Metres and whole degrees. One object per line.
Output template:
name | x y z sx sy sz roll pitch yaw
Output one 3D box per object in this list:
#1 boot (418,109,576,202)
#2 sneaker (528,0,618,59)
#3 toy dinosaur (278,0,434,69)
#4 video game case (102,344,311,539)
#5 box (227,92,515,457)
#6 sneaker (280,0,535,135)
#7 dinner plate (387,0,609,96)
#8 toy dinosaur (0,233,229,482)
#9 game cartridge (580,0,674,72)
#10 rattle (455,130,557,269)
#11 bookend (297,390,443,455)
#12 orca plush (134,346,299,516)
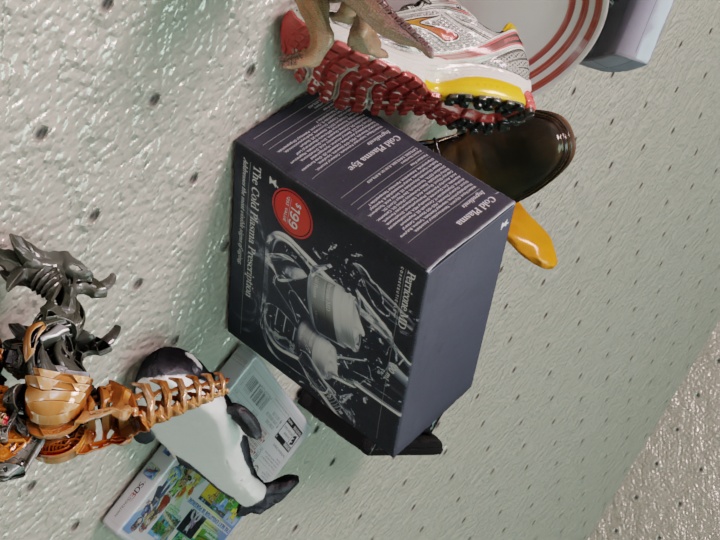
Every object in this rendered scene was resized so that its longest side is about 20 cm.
boot | 0.076 -0.077 1.071 0.096 0.199 0.076 -20 94 -41
sneaker | 0.142 -0.229 1.051 0.199 0.076 0.092 -34 -147 31
toy dinosaur | -0.017 -0.199 0.762 0.085 0.201 0.137 -1 126 -26
video game case | -0.126 0.174 1.160 0.183 0.022 0.200 -52 156 -12
box | 0.000 0.000 0.990 0.104 0.181 0.202 -37 149 -36
sneaker | 0.033 -0.155 0.945 0.198 0.083 0.078 10 160 -29
dinner plate | 0.086 -0.191 0.991 0.197 0.025 0.201 -7 143 -5
toy dinosaur | -0.184 0.070 0.772 0.198 0.137 0.103 17 129 -23
game cartridge | 0.211 -0.239 1.127 0.200 0.040 0.135 -124 -131 -69
rattle | 0.154 -0.127 1.180 0.201 0.142 0.130 -57 157 4
bookend | 0.059 0.073 1.301 0.200 0.092 0.200 -60 157 5
orca plush | -0.109 0.111 1.040 0.200 0.104 0.072 45 39 -37
